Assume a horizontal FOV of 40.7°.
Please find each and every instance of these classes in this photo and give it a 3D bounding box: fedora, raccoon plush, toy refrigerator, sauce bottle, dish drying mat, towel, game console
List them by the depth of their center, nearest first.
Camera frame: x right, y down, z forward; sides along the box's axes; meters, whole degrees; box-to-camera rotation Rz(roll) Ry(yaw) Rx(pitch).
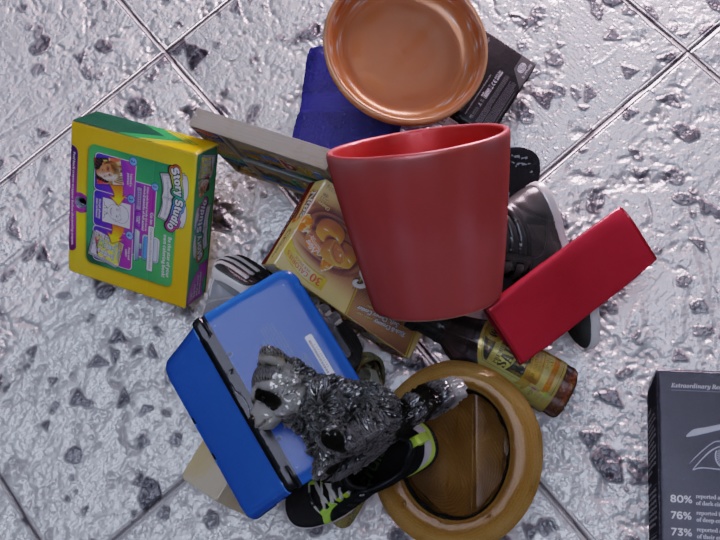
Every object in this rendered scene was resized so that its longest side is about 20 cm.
[{"bbox_3d":[-0.013,0.117,0.945,0.199,0.097,0.134,-17,60,-36],"label":"raccoon plush"},{"bbox_3d":[-0.096,0.132,1.022,0.170,0.118,0.201,-30,79,-10],"label":"game console"},{"bbox_3d":[0.230,0.015,1.063,0.199,0.018,0.077,-35,97,-11],"label":"dish drying mat"},{"bbox_3d":[0.108,0.202,1.070,0.199,0.082,0.202,-2,80,12],"label":"fedora"},{"bbox_3d":[0.143,0.092,1.088,0.199,0.066,0.066,27,77,1],"label":"sauce bottle"},{"bbox_3d":[-0.116,0.172,1.119,0.070,0.076,0.201,22,76,37],"label":"toy refrigerator"},{"bbox_3d":[-0.012,-0.194,1.253,0.147,0.050,0.201,4,72,19],"label":"towel"}]

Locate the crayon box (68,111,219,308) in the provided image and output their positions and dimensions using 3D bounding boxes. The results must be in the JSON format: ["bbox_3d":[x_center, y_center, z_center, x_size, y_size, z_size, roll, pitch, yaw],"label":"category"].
[{"bbox_3d":[-0.269,-0.075,1.193,0.171,0.058,0.201,16,115,14],"label":"crayon box"}]

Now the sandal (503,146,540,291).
[{"bbox_3d":[0.179,-0.058,1.169,0.075,0.043,0.202,0,71,10],"label":"sandal"}]

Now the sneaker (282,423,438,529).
[{"bbox_3d":[-0.011,0.209,1.014,0.199,0.083,0.072,-34,74,17],"label":"sneaker"}]

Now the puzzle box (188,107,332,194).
[{"bbox_3d":[-0.094,-0.128,1.155,0.199,0.133,0.026,21,78,27],"label":"puzzle box"}]

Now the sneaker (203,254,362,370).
[{"bbox_3d":[-0.094,0.078,1.079,0.200,0.075,0.116,35,118,18],"label":"sneaker"}]

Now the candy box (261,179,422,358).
[{"bbox_3d":[0.000,0.000,1.119,0.200,0.055,0.116,36,78,-19],"label":"candy box"}]

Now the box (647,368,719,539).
[{"bbox_3d":[0.376,0.210,1.006,0.147,0.104,0.201,2,71,11],"label":"box"}]

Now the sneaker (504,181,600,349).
[{"bbox_3d":[0.196,0.008,1.099,0.099,0.071,0.201,-22,89,-20],"label":"sneaker"}]

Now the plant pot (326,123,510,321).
[{"bbox_3d":[0.070,-0.051,1.026,0.199,0.200,0.179,-6,104,8],"label":"plant pot"}]

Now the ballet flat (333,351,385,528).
[{"bbox_3d":[-0.002,0.187,1.100,0.070,0.071,0.201,0,68,10],"label":"ballet flat"}]

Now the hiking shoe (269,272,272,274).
[{"bbox_3d":[-0.061,0.016,1.156,0.199,0.101,0.076,-28,68,0],"label":"hiking shoe"}]

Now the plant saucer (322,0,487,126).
[{"bbox_3d":[0.052,-0.264,1.162,0.199,0.037,0.202,2,76,-8],"label":"plant saucer"}]

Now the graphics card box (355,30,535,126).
[{"bbox_3d":[0.104,-0.258,1.213,0.199,0.051,0.126,33,72,1],"label":"graphics card box"}]
